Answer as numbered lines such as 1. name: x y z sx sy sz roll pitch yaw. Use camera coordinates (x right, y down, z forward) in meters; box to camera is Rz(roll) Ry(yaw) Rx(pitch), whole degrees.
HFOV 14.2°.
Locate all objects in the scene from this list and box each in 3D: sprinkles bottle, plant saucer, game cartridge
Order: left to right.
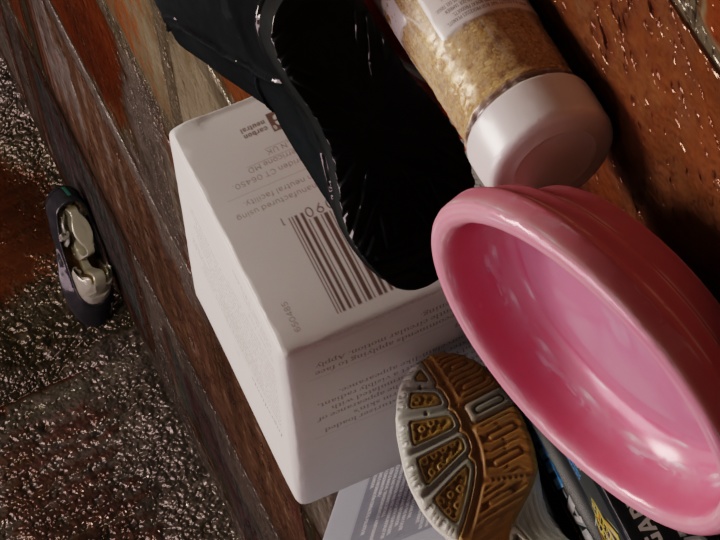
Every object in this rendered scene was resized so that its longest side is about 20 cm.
1. game cartridge: 0.043 0.141 1.743 0.041 0.133 0.200 55 -158 -16
2. sprinkles bottle: 0.051 -0.122 1.425 0.068 0.068 0.200 81 163 -54
3. plant saucer: 0.118 0.034 1.353 0.200 0.051 0.201 44 161 19

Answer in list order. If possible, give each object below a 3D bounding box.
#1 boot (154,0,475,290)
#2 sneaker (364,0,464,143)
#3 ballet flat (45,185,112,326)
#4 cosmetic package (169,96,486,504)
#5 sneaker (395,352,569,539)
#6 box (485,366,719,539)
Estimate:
1. boot: -0.028 -0.099 1.520 0.168 0.076 0.201 38 162 56
2. sneaker: 0.010 -0.138 1.581 0.116 0.078 0.200 81 164 -50
3. ballet flat: -0.366 -0.014 3.811 0.073 0.073 0.201 -142 35 -69
4. cosmetic package: 0.000 0.000 1.683 0.200 0.164 0.165 88 157 -61
5. sneaker: 0.074 0.144 1.610 0.088 0.075 0.201 100 146 -73
6. box: 0.132 0.111 1.581 0.159 0.046 0.201 89 156 -66
